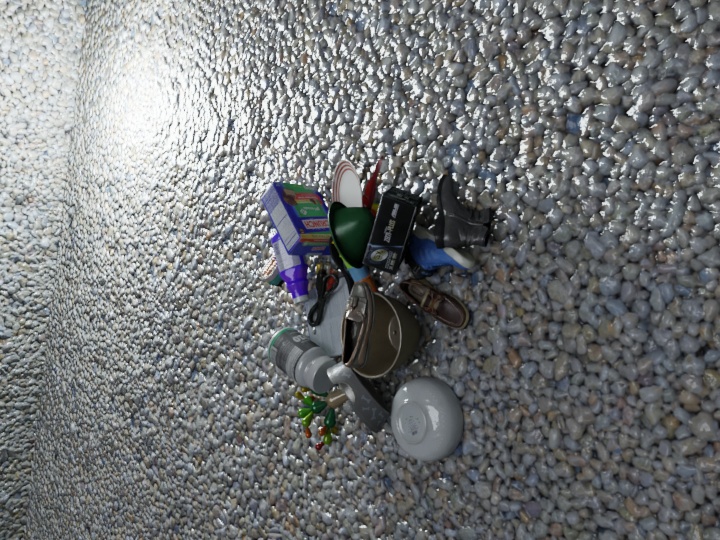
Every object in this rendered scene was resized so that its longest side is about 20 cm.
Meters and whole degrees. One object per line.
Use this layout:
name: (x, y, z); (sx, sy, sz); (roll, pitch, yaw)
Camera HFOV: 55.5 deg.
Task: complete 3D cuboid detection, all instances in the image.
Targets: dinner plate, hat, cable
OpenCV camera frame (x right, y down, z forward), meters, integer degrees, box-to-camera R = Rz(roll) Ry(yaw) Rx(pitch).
dinner plate: (-0.030, -0.192, 1.818); (0.199, 0.024, 0.206); (174, 90, -67)
hat: (0.031, -0.120, 1.636); (0.173, 0.200, 0.169); (-20, 51, 24)
cable: (-0.094, 0.064, 1.855); (0.096, 0.050, 0.205); (24, 117, 36)

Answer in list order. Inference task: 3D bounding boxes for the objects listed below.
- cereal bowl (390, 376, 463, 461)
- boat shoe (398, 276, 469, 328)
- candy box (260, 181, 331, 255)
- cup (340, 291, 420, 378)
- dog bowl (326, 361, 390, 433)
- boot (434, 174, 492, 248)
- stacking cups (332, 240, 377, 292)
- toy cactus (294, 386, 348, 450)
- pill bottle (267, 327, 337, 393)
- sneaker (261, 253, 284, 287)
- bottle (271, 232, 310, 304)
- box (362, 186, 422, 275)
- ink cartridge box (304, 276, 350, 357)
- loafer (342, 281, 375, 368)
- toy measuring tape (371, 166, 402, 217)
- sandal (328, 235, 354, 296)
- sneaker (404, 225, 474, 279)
cereal bowl: (0.145, 0.358, 1.636); (0.197, 0.082, 0.206); (-2, 87, 43)
boat shoe: (0.169, 0.076, 1.625); (0.199, 0.071, 0.073); (39, 114, 37)
candy box: (-0.157, -0.140, 1.872); (0.077, 0.167, 0.203); (-46, 60, 34)
cup: (0.067, 0.154, 1.672); (0.197, 0.141, 0.206); (-2, 87, 42)
dog bowl: (0.000, 0.307, 1.708); (0.058, 0.200, 0.201); (-39, 58, 0)
boot: (0.240, -0.134, 1.568); (0.128, 0.070, 0.204); (-3, 61, 16)
stacking cups: (0.000, 0.000, 1.755); (0.060, 0.060, 0.203); (-20, 104, 40)
toy cactus: (-0.097, 0.372, 1.874); (0.163, 0.102, 0.204); (-27, 68, 19)
pill bottle: (-0.154, 0.244, 1.850); (0.198, 0.112, 0.116); (28, 108, 41)
sneaker: (-0.199, -0.036, 1.985); (0.200, 0.080, 0.072); (-45, 43, 10)
bottle: (-0.186, -0.010, 1.892); (0.082, 0.065, 0.205); (-20, 80, 17)
box: (0.079, -0.099, 1.621); (0.084, 0.200, 0.168); (19, 105, 5)
ink cartridge box: (-0.069, 0.134, 1.871); (0.198, 0.043, 0.202); (-19, 76, 45)
loafer: (-0.009, 0.128, 1.605); (0.071, 0.062, 0.206); (3, 91, 42)
toy measuring tape: (0.049, -0.173, 1.748); (0.073, 0.073, 0.205); (29, 108, 39)
sandal: (-0.019, -0.008, 1.796); (0.204, 0.075, 0.043); (65, 155, 5)
sneaker: (0.179, -0.018, 1.612); (0.199, 0.076, 0.113); (35, 106, 42)
